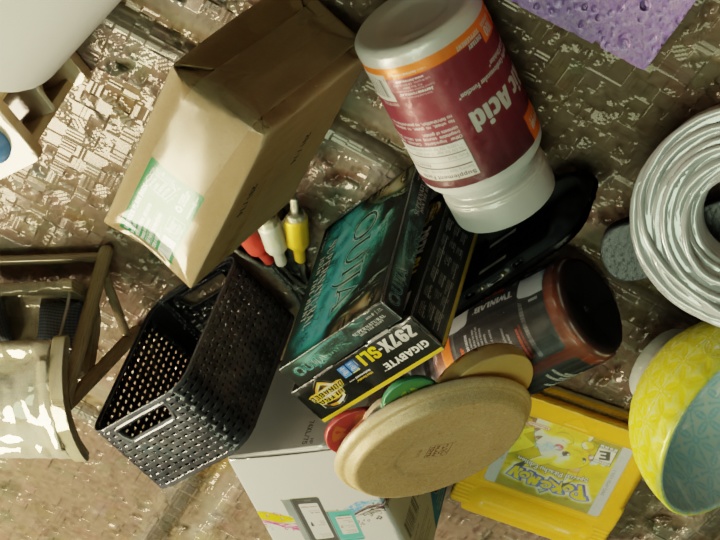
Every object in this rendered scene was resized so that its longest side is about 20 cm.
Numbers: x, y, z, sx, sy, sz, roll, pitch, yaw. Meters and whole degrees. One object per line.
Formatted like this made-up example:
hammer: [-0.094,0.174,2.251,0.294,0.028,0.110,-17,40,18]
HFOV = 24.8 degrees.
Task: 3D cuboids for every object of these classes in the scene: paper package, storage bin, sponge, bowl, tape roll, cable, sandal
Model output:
paper package: [-0.107,-0.117,1.413,0.103,0.191,0.200,38,132,7]
storage bin: [-0.160,0.099,1.610,0.135,0.200,0.094,-30,115,34]
sponge: [0.175,-0.252,1.333,0.200,0.030,0.112,26,131,-6]
bowl: [0.316,0.116,1.527,0.108,0.200,0.200,41,147,41]
tape roll: [-0.292,-0.266,1.341,0.203,0.203,0.139,39,129,-17]
cable: [-0.072,0.007,1.607,0.097,0.050,0.200,-9,125,20]
sandal: [0.316,-0.035,1.469,0.200,0.043,0.076,-3,108,18]
cable: [0.332,-0.047,1.399,0.200,0.069,0.200,22,111,10]

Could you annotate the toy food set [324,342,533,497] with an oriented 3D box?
toy food set: [0.063,0.146,1.506,0.198,0.049,0.200,-15,149,-11]

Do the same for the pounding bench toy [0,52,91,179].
pounding bench toy: [-0.370,-0.186,1.460,0.124,0.156,0.200,-21,120,30]

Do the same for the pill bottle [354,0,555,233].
pill bottle: [0.086,-0.137,1.399,0.114,0.114,0.200,-14,125,25]

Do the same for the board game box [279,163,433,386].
board game box: [0.000,0.000,1.480,0.028,0.200,0.135,40,128,-20]

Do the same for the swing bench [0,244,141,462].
swing bench: [-0.353,0.086,1.654,0.198,0.200,0.130,-2,128,18]

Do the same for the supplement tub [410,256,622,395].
supplement tub: [0.142,0.070,1.563,0.200,0.107,0.107,-28,117,34]

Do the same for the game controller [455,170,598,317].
game controller: [0.134,-0.018,1.492,0.042,0.104,0.200,38,129,-20]

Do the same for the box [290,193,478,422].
box: [0.027,0.028,1.498,0.160,0.200,0.049,-33,113,34]

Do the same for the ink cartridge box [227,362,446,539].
ink cartridge box: [-0.018,0.207,1.698,0.146,0.147,0.200,-9,126,23]

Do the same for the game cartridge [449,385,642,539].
game cartridge: [0.201,0.204,1.710,0.176,0.032,0.200,19,131,0]
